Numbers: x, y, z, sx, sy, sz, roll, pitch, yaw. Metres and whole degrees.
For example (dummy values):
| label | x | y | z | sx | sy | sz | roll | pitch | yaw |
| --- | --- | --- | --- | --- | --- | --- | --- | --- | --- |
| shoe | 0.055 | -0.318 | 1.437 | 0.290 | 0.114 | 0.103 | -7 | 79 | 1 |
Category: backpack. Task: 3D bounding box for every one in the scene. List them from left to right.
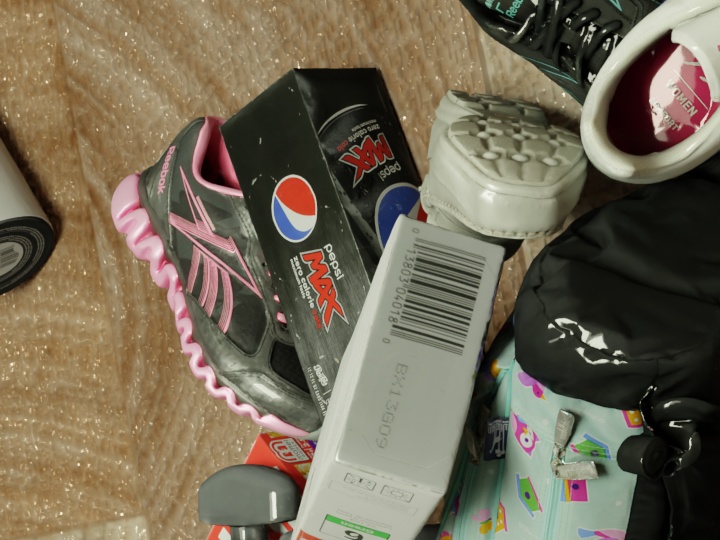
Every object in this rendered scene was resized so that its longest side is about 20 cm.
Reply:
| label | x | y | z | sx | sy | sz | roll | pitch | yaw |
| --- | --- | --- | --- | --- | --- | --- | --- | --- | --- |
| backpack | 0.110 | 0.072 | 0.849 | 0.126 | 0.167 | 0.201 | 32 | 132 | 28 |

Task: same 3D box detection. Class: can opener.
| label | x | y | z | sx | sy | sz | roll | pitch | yaw |
| --- | --- | --- | --- | --- | --- | --- | --- | --- | --- |
| can opener | -0.017 | 0.132 | 0.987 | 0.199 | 0.052 | 0.067 | -2 | 87 | 40 |

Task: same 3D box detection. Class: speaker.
| label | x | y | z | sx | sy | sz | roll | pitch | yaw |
| --- | --- | --- | --- | --- | --- | --- | --- | --- | --- |
| speaker | -0.272 | -0.081 | 1.267 | 0.200 | 0.081 | 0.081 | 56 | 129 | 25 |

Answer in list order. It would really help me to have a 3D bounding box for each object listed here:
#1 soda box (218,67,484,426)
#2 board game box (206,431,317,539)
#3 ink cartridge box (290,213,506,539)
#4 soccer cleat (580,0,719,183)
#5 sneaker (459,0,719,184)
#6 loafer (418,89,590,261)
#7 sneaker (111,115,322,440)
| label | x | y | z | sx | sy | sz | roll | pitch | yaw |
| --- | --- | --- | --- | --- | --- | --- | --- | --- | --- |
| soda box | 0.000 | 0.000 | 1.012 | 0.071 | 0.063 | 0.201 | -32 | 72 | 42 |
| board game box | -0.011 | 0.205 | 1.055 | 0.200 | 0.046 | 0.152 | 45 | 123 | 32 |
| ink cartridge box | 0.011 | 0.068 | 0.871 | 0.200 | 0.050 | 0.110 | 109 | 178 | -66 |
| soccer cleat | 0.166 | -0.105 | 0.788 | 0.070 | 0.086 | 0.200 | 46 | 108 | 6 |
| sneaker | 0.097 | -0.104 | 0.895 | 0.200 | 0.079 | 0.076 | 45 | 122 | 30 |
| loafer | 0.061 | -0.034 | 0.884 | 0.069 | 0.200 | 0.070 | 8 | 101 | 0 |
| sneaker | -0.057 | -0.001 | 1.072 | 0.095 | 0.079 | 0.200 | -47 | 62 | 24 |
